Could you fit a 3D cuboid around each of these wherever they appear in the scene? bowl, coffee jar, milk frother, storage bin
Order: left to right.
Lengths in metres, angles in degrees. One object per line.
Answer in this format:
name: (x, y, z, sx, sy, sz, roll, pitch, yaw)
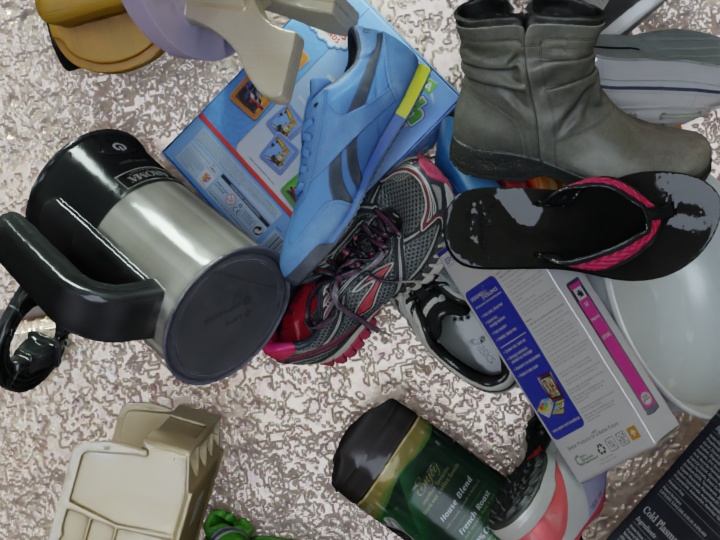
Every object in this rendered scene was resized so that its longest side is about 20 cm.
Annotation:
milk frother: (-0.179, 0.032, 1.429, 0.180, 0.201, 0.188, -27, 47, -30)
storage bin: (-0.178, 0.208, 1.431, 0.093, 0.200, 0.200, 16, 94, 2)
coffee jar: (0.070, 0.182, 1.460, 0.199, 0.104, 0.086, 35, 80, 1)
bowl: (0.221, 0.022, 1.426, 0.090, 0.200, 0.203, -21, 92, 46)

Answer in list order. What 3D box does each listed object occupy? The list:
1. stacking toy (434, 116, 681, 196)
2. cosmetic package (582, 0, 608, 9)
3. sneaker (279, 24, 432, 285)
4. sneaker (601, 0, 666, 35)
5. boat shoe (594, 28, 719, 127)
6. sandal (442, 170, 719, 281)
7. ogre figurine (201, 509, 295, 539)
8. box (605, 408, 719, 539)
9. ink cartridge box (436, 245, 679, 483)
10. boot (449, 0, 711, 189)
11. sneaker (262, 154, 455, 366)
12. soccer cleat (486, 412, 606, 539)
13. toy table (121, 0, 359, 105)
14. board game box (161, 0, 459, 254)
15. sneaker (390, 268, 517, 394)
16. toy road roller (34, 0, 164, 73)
stacking toy: (0.160, -0.079, 1.449, 0.199, 0.110, 0.117, -23, 59, -15)
cosmetic package: (0.093, -0.300, 1.349, 0.198, 0.200, 0.124, 31, 88, 25)
sneaker: (-0.023, -0.087, 1.380, 0.078, 0.066, 0.201, 30, 75, -12)
sneaker: (0.164, -0.212, 1.452, 0.200, 0.071, 0.099, -40, 88, -1)
boat shoe: (0.226, -0.140, 1.429, 0.198, 0.074, 0.067, 1, 121, -26)
sandal: (0.157, -0.031, 1.297, 0.198, 0.045, 0.076, -3, 81, -9)
ogre figurine: (-0.042, 0.260, 1.465, 0.098, 0.120, 0.201, -36, 90, 5)
box: (0.288, 0.227, 1.396, 0.182, 0.104, 0.200, -50, 133, 5)
ink cartridge box: (0.139, 0.050, 1.353, 0.037, 0.095, 0.201, -32, 87, -38)
boot: (0.159, -0.125, 1.331, 0.198, 0.068, 0.132, 5, 122, -1)
sneaker: (0.000, 0.000, 1.413, 0.081, 0.074, 0.201, 48, 117, 25)
soccer cleat: (0.160, 0.148, 1.427, 0.073, 0.200, 0.068, 47, 132, -12)
toy table: (-0.086, -0.217, 1.377, 0.116, 0.200, 0.186, 8, 91, 24)
board game box: (-0.036, -0.109, 1.466, 0.200, 0.037, 0.151, -45, 72, 6)
sneaker: (0.057, 0.013, 1.461, 0.200, 0.088, 0.076, 44, 97, 2)
toy road roller: (-0.199, -0.250, 1.433, 0.122, 0.146, 0.202, -14, 92, 6)
